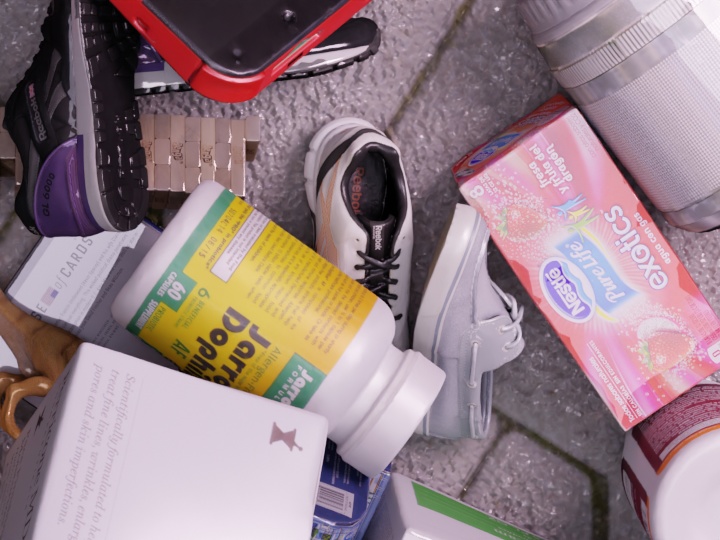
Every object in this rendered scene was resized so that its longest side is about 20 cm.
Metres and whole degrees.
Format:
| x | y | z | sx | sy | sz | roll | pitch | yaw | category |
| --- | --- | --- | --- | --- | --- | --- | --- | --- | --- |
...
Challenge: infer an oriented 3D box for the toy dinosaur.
| x | y | z | sx | sy | sz | roll | pitch | yaw | category |
| --- | --- | --- | --- | --- | --- | --- | --- | --- | --- |
| -0.212 | 0.058 | 1.696 | 0.200 | 0.060 | 0.106 | 37 | 86 | 6 | toy dinosaur |

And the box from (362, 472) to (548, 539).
| x | y | z | sx | sy | sz | roll | pitch | yaw | category |
| --- | --- | --- | --- | --- | --- | --- | --- | --- | --- |
| 0.070 | 0.273 | 1.694 | 0.199 | 0.171 | 0.200 | 24 | 98 | -6 | box |

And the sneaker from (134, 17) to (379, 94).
| x | y | z | sx | sy | sz | roll | pitch | yaw | category |
| --- | --- | --- | --- | --- | --- | --- | --- | --- | --- |
| -0.089 | -0.165 | 1.663 | 0.200 | 0.076 | 0.088 | -6 | 94 | -1 | sneaker |

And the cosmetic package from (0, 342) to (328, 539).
| x | y | z | sx | sy | sz | roll | pitch | yaw | category |
| --- | --- | --- | --- | --- | --- | --- | --- | --- | --- |
| -0.138 | 0.173 | 1.571 | 0.165 | 0.200 | 0.165 | 18 | 59 | -13 | cosmetic package |

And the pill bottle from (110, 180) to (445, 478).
| x | y | z | sx | sy | sz | roll | pitch | yaw | category |
| --- | --- | --- | --- | --- | --- | --- | --- | --- | --- |
| -0.050 | 0.042 | 1.621 | 0.200 | 0.113 | 0.113 | 36 | 96 | -3 | pill bottle |

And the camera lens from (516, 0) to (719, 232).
| x | y | z | sx | sy | sz | roll | pitch | yaw | category |
| --- | --- | --- | --- | --- | --- | --- | --- | --- | --- |
| 0.216 | -0.137 | 1.638 | 0.160 | 0.160 | 0.200 | -38 | 98 | 4 | camera lens |

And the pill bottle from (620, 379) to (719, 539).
| x | y | z | sx | sy | sz | roll | pitch | yaw | category |
| --- | --- | --- | --- | --- | --- | --- | --- | --- | --- |
| 0.233 | 0.137 | 1.663 | 0.114 | 0.200 | 0.114 | 0 | 100 | -2 | pill bottle |

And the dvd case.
| x | y | z | sx | sy | sz | roll | pitch | yaw | category |
| --- | --- | --- | --- | --- | --- | --- | --- | --- | --- |
| -0.147 | 0.053 | 1.726 | 0.200 | 0.025 | 0.150 | 35 | 97 | -6 | dvd case |

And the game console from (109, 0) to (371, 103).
| x | y | z | sx | sy | sz | roll | pitch | yaw | category |
| --- | --- | --- | --- | --- | --- | --- | --- | --- | --- |
| -0.083 | -0.212 | 1.616 | 0.177 | 0.031 | 0.200 | 44 | 53 | 4 | game console |

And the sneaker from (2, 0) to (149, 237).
| x | y | z | sx | sy | sz | roll | pitch | yaw | category |
| --- | --- | --- | --- | --- | --- | --- | --- | --- | --- |
| -0.191 | -0.120 | 1.607 | 0.087 | 0.076 | 0.200 | -6 | 81 | 25 | sneaker |

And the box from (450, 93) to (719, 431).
| x | y | z | sx | sy | sz | roll | pitch | yaw | category |
| --- | --- | --- | --- | --- | --- | --- | --- | --- | --- |
| 0.154 | -0.008 | 1.688 | 0.095 | 0.103 | 0.200 | -34 | 100 | 5 | box |

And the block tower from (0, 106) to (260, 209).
| x | y | z | sx | sy | sz | roll | pitch | yaw | category |
| --- | --- | --- | --- | --- | --- | --- | --- | --- | --- |
| -0.167 | -0.073 | 1.674 | 0.200 | 0.054 | 0.058 | 1 | 79 | -8 | block tower |

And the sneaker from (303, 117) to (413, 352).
| x | y | z | sx | sy | sz | roll | pitch | yaw | category |
| --- | --- | --- | --- | --- | --- | --- | --- | --- | --- |
| 0.000 | 0.000 | 1.684 | 0.074 | 0.080 | 0.200 | -8 | 97 | -16 | sneaker |

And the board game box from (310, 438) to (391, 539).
| x | y | z | sx | sy | sz | roll | pitch | yaw | category |
| --- | --- | --- | --- | --- | --- | --- | --- | --- | --- |
| -0.044 | 0.205 | 1.690 | 0.062 | 0.200 | 0.200 | 21 | 112 | -6 | board game box |

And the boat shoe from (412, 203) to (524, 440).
| x | y | z | sx | sy | sz | roll | pitch | yaw | category |
| --- | --- | --- | --- | --- | --- | --- | --- | --- | --- |
| 0.074 | 0.037 | 1.670 | 0.071 | 0.070 | 0.201 | 13 | 136 | 5 | boat shoe |
